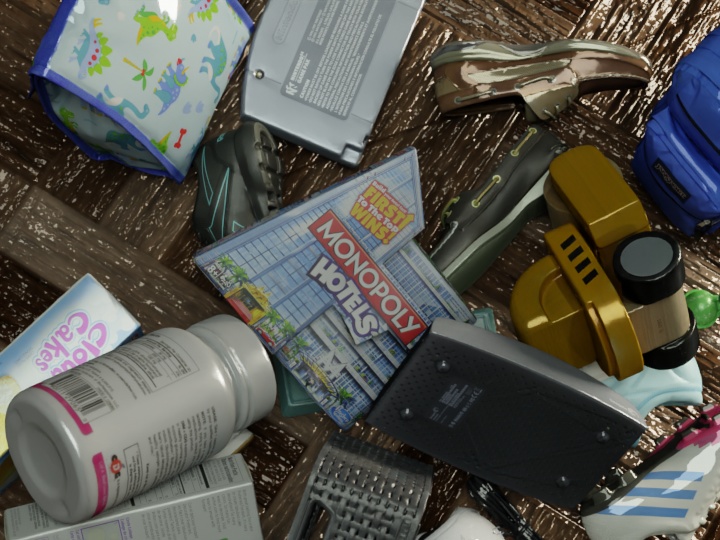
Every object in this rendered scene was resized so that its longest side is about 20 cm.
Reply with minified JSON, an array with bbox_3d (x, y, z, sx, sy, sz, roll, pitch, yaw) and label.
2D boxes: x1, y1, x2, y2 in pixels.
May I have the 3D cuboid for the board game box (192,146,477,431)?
[{"bbox_3d":[0.000,0.000,1.546,0.200,0.062,0.200,-40,97,2],"label":"board game box"}]

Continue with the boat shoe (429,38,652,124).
[{"bbox_3d":[0.162,-0.166,1.670,0.200,0.076,0.072,0,79,7],"label":"boat shoe"}]

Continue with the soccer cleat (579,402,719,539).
[{"bbox_3d":[0.281,0.181,1.591,0.200,0.070,0.086,-32,95,-8],"label":"soccer cleat"}]

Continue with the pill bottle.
[{"bbox_3d":[-0.172,0.114,1.485,0.200,0.113,0.113,-24,76,-36],"label":"pill bottle"}]

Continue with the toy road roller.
[{"bbox_3d":[0.185,0.007,1.562,0.146,0.123,0.200,-24,45,-3],"label":"toy road roller"}]

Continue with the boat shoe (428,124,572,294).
[{"bbox_3d":[0.109,-0.048,1.636,0.061,0.072,0.201,42,73,16],"label":"boat shoe"}]

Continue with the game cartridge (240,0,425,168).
[{"bbox_3d":[-0.028,-0.205,1.679,0.133,0.040,0.200,24,75,-7],"label":"game cartridge"}]

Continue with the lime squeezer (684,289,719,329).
[{"bbox_3d":[0.312,0.031,1.628,0.200,0.071,0.038,-16,93,23],"label":"lime squeezer"}]

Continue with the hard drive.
[{"bbox_3d":[0.120,0.115,1.524,0.200,0.135,0.042,24,41,-12],"label":"hard drive"}]

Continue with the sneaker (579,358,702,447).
[{"bbox_3d":[0.204,0.121,1.594,0.200,0.074,0.082,-22,81,-3],"label":"sneaker"}]

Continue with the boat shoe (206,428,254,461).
[{"bbox_3d":[-0.185,0.176,1.561,0.200,0.071,0.069,-33,81,-9],"label":"boat shoe"}]

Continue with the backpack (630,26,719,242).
[{"bbox_3d":[0.331,-0.119,1.595,0.168,0.200,0.163,-42,82,-12],"label":"backpack"}]

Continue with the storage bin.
[{"bbox_3d":[-0.007,0.214,1.483,0.094,0.200,0.135,20,92,2],"label":"storage bin"}]

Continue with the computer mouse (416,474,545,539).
[{"bbox_3d":[0.104,0.222,1.507,0.044,0.200,0.110,-42,80,21],"label":"computer mouse"}]

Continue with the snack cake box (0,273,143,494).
[{"bbox_3d":[-0.273,0.103,1.554,0.067,0.115,0.200,44,78,9],"label":"snack cake box"}]

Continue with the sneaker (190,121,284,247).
[{"bbox_3d":[-0.100,-0.028,1.629,0.079,0.075,0.200,-14,77,17],"label":"sneaker"}]

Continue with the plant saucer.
[{"bbox_3d":[0.025,0.079,1.624,0.200,0.019,0.070,-8,76,-6],"label":"plant saucer"}]

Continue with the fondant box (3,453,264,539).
[{"bbox_3d":[-0.177,0.245,1.510,0.200,0.058,0.144,-12,112,-9],"label":"fondant box"}]

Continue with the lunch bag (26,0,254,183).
[{"bbox_3d":[-0.200,-0.195,1.585,0.127,0.200,0.170,16,75,23],"label":"lunch bag"}]
